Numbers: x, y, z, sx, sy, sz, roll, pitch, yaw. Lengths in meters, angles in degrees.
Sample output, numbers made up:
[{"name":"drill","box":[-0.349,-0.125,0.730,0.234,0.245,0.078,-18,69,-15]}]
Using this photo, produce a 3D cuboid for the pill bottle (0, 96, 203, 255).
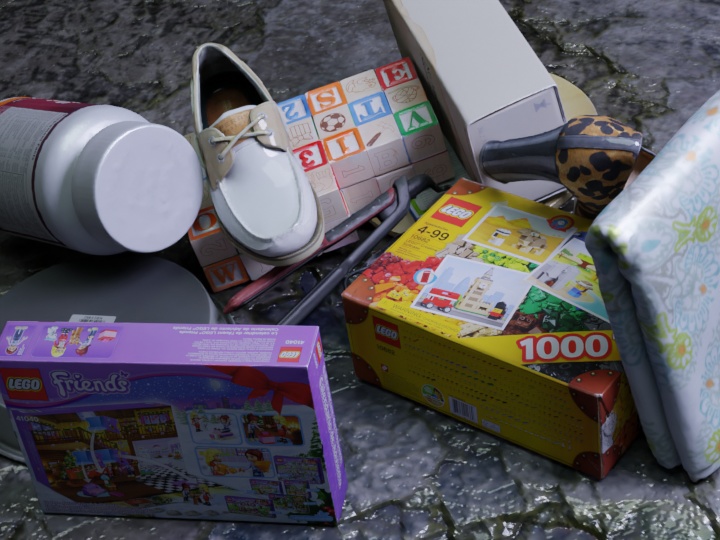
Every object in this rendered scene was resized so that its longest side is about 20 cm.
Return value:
[{"name":"pill bottle","box":[-0.208,-0.070,1.249,0.110,0.110,0.200,-37,29,-30]}]

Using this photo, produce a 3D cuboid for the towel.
[{"name":"towel","box":[0.219,0.006,1.046,0.048,0.200,0.171,8,42,41]}]

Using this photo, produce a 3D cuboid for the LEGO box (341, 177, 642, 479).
[{"name":"LEGO box","box":[0.113,0.033,1.125,0.200,0.077,0.149,20,48,31]}]

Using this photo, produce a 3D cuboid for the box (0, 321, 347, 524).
[{"name":"box","box":[-0.115,0.095,1.048,0.200,0.137,0.039,1,40,11]}]

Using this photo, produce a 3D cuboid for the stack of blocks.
[{"name":"stack of blocks","box":[-0.036,-0.073,1.267,0.200,0.059,0.115,-20,46,0]}]

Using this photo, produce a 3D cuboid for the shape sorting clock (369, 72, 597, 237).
[{"name":"shape sorting clock","box":[0.087,-0.090,1.310,0.200,0.039,0.200,-9,47,10]}]

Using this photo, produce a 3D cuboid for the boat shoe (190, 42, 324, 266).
[{"name":"boat shoe","box":[-0.084,-0.085,1.204,0.075,0.068,0.200,-25,47,-4]}]

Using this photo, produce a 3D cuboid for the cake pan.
[{"name":"cake pan","box":[-0.187,0.055,1.190,0.200,0.037,0.200,-6,39,5]}]

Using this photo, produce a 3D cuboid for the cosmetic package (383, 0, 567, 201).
[{"name":"cosmetic package","box":[0.086,-0.145,1.263,0.073,0.104,0.200,-23,45,-1]}]

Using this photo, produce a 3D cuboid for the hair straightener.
[{"name":"hair straightener","box":[0.000,0.000,1.213,0.200,0.041,0.077,-36,90,-24]}]

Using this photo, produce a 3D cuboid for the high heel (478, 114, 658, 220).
[{"name":"high heel","box":[0.198,-0.058,1.151,0.200,0.071,0.143,12,-7,-31]}]
